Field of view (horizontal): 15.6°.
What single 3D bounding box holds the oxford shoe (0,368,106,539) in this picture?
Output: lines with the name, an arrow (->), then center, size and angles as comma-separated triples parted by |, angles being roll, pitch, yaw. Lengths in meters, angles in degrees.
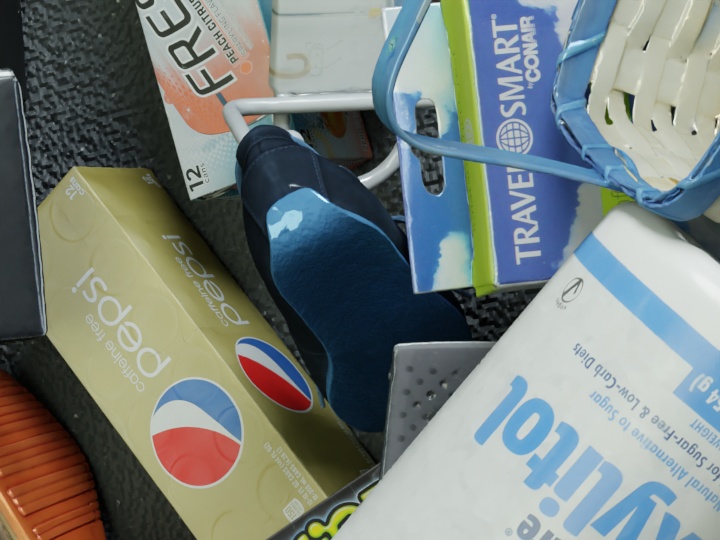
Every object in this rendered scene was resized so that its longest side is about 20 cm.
oxford shoe -> -0.160, 0.136, 1.247 | 0.073, 0.071, 0.200 | -36, 75, 30

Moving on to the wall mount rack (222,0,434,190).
wall mount rack -> 0.032, -0.115, 1.081 | 0.075, 0.173, 0.200 | -124, 33, -63

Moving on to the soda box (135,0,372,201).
soda box -> -0.061, -0.133, 1.183 | 0.063, 0.068, 0.200 | -20, 83, 28

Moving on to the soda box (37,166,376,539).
soda box -> -0.078, 0.046, 1.201 | 0.068, 0.064, 0.200 | -46, 71, 22

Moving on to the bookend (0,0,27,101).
bookend -> -0.254, -0.174, 1.217 | 0.092, 0.200, 0.199 | -5, 90, 29

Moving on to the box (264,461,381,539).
box -> 0.017, 0.143, 1.114 | 0.200, 0.035, 0.110 | -34, 73, -5

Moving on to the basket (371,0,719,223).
basket -> 0.117, -0.108, 0.928 | 0.139, 0.200, 0.177 | -128, 56, -64

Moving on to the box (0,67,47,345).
box -> -0.267, -0.013, 1.185 | 0.197, 0.200, 0.124 | 172, 92, -67

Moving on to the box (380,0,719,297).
box -> 0.115, -0.059, 1.038 | 0.200, 0.048, 0.122 | -6, 88, -10

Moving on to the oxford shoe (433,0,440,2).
oxford shoe -> 0.009, -0.190, 1.132 | 0.071, 0.073, 0.201 | 4, 93, 29

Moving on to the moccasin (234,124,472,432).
moccasin -> 0.000, 0.000, 1.097 | 0.080, 0.200, 0.068 | -26, 59, -4

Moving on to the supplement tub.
supplement tub -> 0.083, 0.087, 0.963 | 0.132, 0.132, 0.200 | 41, 96, 22

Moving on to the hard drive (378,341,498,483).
hard drive -> 0.104, 0.097, 1.062 | 0.200, 0.042, 0.135 | 5, 95, -6
